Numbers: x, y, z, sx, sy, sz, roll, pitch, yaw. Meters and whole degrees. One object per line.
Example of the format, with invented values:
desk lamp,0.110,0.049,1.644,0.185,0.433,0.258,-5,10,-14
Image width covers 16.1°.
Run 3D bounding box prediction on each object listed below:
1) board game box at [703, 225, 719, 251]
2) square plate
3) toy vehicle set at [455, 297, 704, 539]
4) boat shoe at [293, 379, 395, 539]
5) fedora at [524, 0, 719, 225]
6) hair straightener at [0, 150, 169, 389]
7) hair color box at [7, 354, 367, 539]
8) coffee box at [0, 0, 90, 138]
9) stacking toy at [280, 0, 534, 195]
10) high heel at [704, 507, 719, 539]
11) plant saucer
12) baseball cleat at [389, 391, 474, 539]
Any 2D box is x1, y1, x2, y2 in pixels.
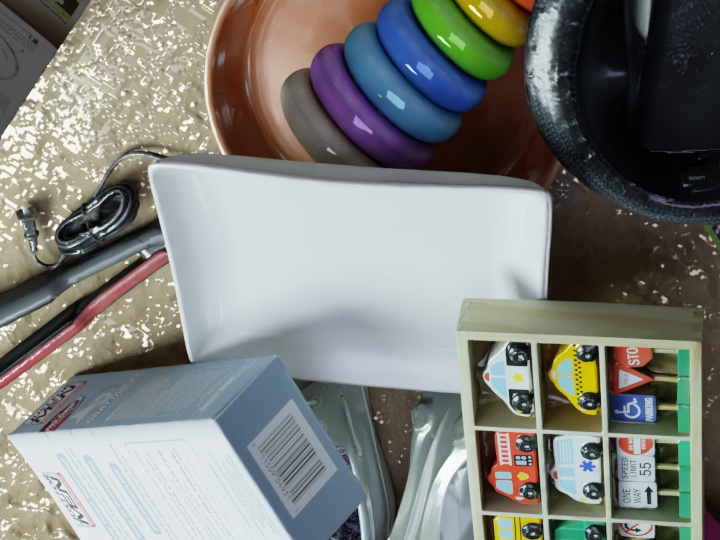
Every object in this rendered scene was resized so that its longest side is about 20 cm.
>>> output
board game box,0.228,-0.097,1.284,0.030,0.096,0.201,8,123,-25
square plate,0.000,0.000,1.313,0.199,0.029,0.198,5,148,7
toy vehicle set,0.119,0.099,1.339,0.124,0.027,0.201,2,131,10
boat shoe,-0.028,0.088,1.434,0.070,0.072,0.202,-12,115,15
fedora,0.171,-0.124,1.229,0.199,0.092,0.201,2,122,3
hair straightener,-0.163,-0.006,1.426,0.200,0.041,0.077,-32,108,23
hair color box,-0.099,0.108,1.410,0.200,0.061,0.099,-8,120,49
coffee box,-0.219,-0.098,1.298,0.080,0.200,0.114,41,116,-12
stacking toy,0.053,-0.127,1.275,0.085,0.085,0.200,41,111,-12
high heel,0.189,0.118,1.428,0.199,0.067,0.096,28,86,-22
plant saucer,0.017,-0.100,1.354,0.199,0.032,0.201,4,118,8
baseball cleat,0.070,0.119,1.446,0.106,0.070,0.201,10,108,-36
